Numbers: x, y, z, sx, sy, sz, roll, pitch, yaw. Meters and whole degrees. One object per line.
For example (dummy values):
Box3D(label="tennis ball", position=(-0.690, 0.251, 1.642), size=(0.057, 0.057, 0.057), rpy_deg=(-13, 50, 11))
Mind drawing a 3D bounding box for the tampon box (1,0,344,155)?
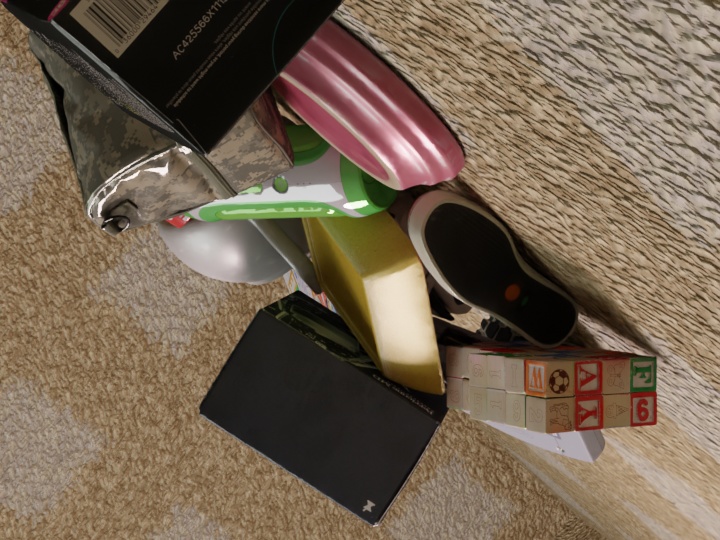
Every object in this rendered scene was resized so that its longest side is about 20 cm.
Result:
Box3D(label="tampon box", position=(-0.122, -0.180, 1.049), size=(0.126, 0.150, 0.200), rpy_deg=(42, 175, -24))

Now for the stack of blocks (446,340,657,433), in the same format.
Box3D(label="stack of blocks", position=(0.150, 0.098, 1.427), size=(0.115, 0.059, 0.200), rpy_deg=(-1, -178, -28))

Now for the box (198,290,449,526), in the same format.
Box3D(label="box", position=(-0.026, 0.127, 1.582), size=(0.200, 0.124, 0.197), rpy_deg=(32, -171, 4))

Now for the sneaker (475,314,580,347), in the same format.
Box3D(label="sneaker", position=(0.189, 0.101, 1.692), size=(0.080, 0.078, 0.200), rpy_deg=(33, -178, -42))

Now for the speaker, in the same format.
Box3D(label="speaker", position=(-0.068, -0.085, 1.421), size=(0.200, 0.089, 0.088), rpy_deg=(-1, 152, 31))

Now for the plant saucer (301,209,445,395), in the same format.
Box3D(label="plant saucer", position=(0.000, 0.000, 1.497), size=(0.200, 0.048, 0.200), rpy_deg=(54, 165, 41))

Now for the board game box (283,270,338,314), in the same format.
Box3D(label="board game box", position=(-0.048, 0.015, 1.879), size=(0.135, 0.034, 0.200), rpy_deg=(101, 152, -51))

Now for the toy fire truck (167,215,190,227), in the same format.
Box3D(label="toy fire truck", position=(-0.211, -0.141, 1.645), size=(0.141, 0.049, 0.200), rpy_deg=(33, -150, -19))

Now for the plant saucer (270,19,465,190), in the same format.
Box3D(label="plant saucer", position=(-0.010, -0.129, 1.255), size=(0.200, 0.051, 0.201), rpy_deg=(40, 175, 4))

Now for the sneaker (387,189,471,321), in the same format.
Box3D(label="sneaker", position=(0.069, -0.012, 1.613), size=(0.129, 0.080, 0.199), rpy_deg=(25, 157, 5))

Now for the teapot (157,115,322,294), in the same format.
Box3D(label="teapot", position=(-0.101, -0.055, 1.695), size=(0.197, 0.200, 0.146), rpy_deg=(-20, 123, 40))

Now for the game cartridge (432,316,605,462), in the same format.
Box3D(label="game cartridge", position=(0.146, 0.119, 1.625), size=(0.200, 0.040, 0.133), rpy_deg=(22, 150, 37))

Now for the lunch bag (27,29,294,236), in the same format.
Box3D(label="lunch bag", position=(-0.165, -0.143, 1.299), size=(0.139, 0.167, 0.200), rpy_deg=(55, -167, -66))

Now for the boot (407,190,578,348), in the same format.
Box3D(label="boot", position=(0.086, -0.016, 1.433), size=(0.200, 0.072, 0.144), rpy_deg=(40, 179, -36))
